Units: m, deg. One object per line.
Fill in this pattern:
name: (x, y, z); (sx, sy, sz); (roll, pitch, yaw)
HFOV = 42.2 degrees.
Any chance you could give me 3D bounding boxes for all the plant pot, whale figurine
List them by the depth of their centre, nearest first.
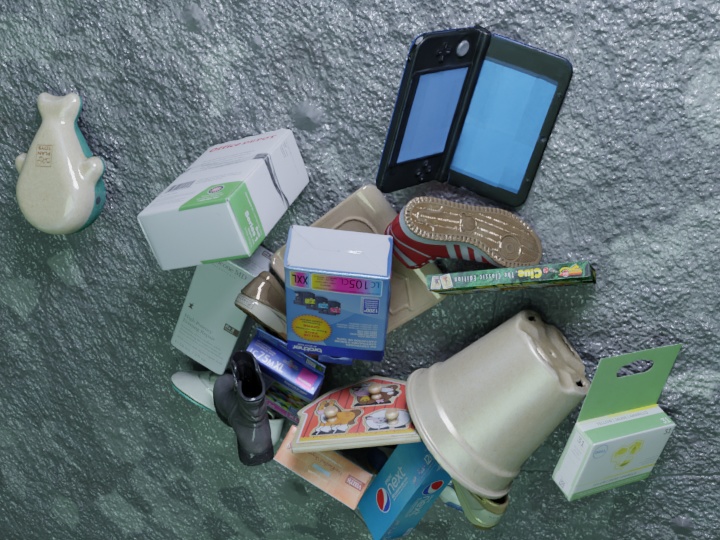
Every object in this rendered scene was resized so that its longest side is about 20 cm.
plant pot: (0.190, 0.158, 1.213); (0.200, 0.201, 0.183); (44, 114, -5)
whale figurine: (-0.431, -0.156, 1.367); (0.156, 0.103, 0.205); (3, 95, 23)

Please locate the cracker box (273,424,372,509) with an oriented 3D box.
cracker box: (-0.050, 0.285, 1.365); (0.132, 0.200, 0.058); (31, 82, 5)

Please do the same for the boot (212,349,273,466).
boot: (-0.165, 0.166, 1.317); (0.200, 0.068, 0.134); (-136, 39, -54)

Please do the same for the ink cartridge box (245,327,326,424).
ink cartridge box: (-0.116, 0.160, 1.372); (0.118, 0.042, 0.201); (30, 152, 6)

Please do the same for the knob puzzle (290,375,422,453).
knob puzzle: (0.006, 0.182, 1.281); (0.215, 0.219, 0.031); (-3, 108, 25)

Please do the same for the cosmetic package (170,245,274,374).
cosmetic package: (-0.202, 0.046, 1.379); (0.100, 0.074, 0.202); (29, 126, 6)

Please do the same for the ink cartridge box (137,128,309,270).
ink cartridge box: (-0.171, -0.095, 1.209); (0.143, 0.201, 0.086); (-7, 118, 27)

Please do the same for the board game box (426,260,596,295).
board game box: (0.189, 0.011, 1.157); (0.196, 0.105, 0.024); (-5, 81, 19)

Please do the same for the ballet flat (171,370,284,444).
ballet flat: (-0.205, 0.202, 1.480); (0.198, 0.070, 0.070); (34, 126, -2)

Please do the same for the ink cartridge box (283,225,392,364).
ink cartridge box: (-0.028, 0.043, 1.209); (0.133, 0.077, 0.202); (6, 139, 3)

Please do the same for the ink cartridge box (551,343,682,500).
ink cartridge box: (0.337, 0.194, 1.186); (0.048, 0.143, 0.203); (53, 140, 43)

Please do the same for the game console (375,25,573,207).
game console: (0.130, -0.167, 1.090); (0.118, 0.169, 0.203); (39, 130, 32)

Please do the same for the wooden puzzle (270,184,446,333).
wooden puzzle: (0.000, 0.000, 1.283); (0.199, 0.046, 0.186); (-34, 101, 29)

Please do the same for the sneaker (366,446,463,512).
sneaker: (0.107, 0.286, 1.389); (0.196, 0.075, 0.090); (15, 104, 14)

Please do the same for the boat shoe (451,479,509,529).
boat shoe: (0.147, 0.256, 1.302); (0.202, 0.073, 0.067); (58, 141, 23)

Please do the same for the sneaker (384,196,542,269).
sneaker: (0.126, -0.036, 1.187); (0.196, 0.073, 0.112); (16, 161, -17)

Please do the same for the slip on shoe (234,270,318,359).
slip on shoe: (-0.106, 0.068, 1.322); (0.075, 0.061, 0.200); (22, 164, 38)

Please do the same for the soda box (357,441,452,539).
soda box: (0.070, 0.293, 1.295); (0.068, 0.063, 0.202); (59, 135, 34)
